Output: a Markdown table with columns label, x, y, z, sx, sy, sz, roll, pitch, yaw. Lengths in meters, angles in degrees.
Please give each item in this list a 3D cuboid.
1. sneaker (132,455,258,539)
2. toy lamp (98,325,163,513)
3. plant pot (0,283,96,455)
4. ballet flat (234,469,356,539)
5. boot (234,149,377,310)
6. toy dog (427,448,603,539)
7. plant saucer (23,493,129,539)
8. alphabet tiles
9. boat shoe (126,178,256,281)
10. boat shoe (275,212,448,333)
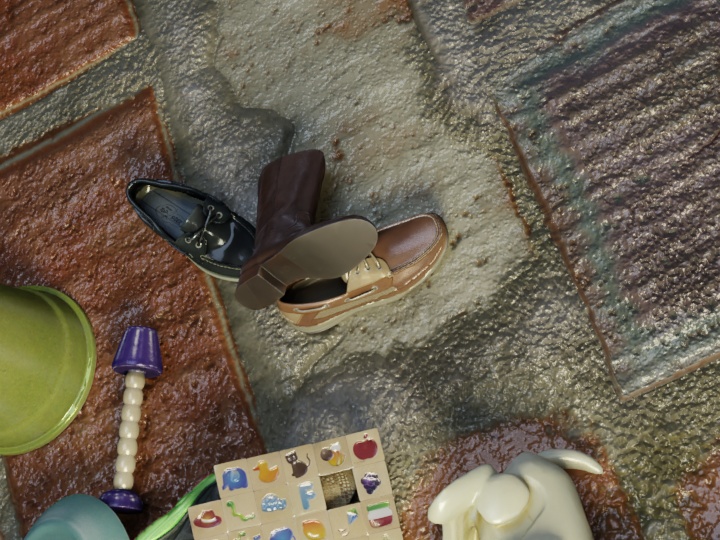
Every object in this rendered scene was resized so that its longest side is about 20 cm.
| label | x | y | z | sx | sy | sz | roll | pitch | yaw |
| --- | --- | --- | --- | --- | --- | --- | --- | --- | --- |
| sneaker | -0.154 | 0.264 | 1.631 | 0.200 | 0.077 | 0.084 | -41 | 83 | 5 |
| toy lamp | -0.246 | 0.160 | 1.709 | 0.058 | 0.058 | 0.200 | -3 | 73 | 22 |
| plant pot | -0.423 | 0.085 | 1.736 | 0.200 | 0.184 | 0.201 | -8 | 69 | 21 |
| ballet flat | -0.083 | 0.256 | 1.579 | 0.200 | 0.065 | 0.070 | -48 | 43 | -11 |
| boot | -0.049 | -0.070 | 1.654 | 0.186 | 0.064 | 0.200 | -25 | 34 | 30 |
| toy dog | 0.183 | 0.274 | 1.455 | 0.194 | 0.140 | 0.200 | -28 | 54 | -30 |
| plant saucer | -0.307 | 0.332 | 1.639 | 0.200 | 0.036 | 0.200 | -9 | 77 | 42 |
| alphabet tiles | -0.062 | 0.258 | 1.550 | 0.200 | 0.008 | 0.167 | -13 | 86 | -4 |
| boat shoe | -0.182 | -0.052 | 1.750 | 0.199 | 0.066 | 0.075 | 35 | 87 | 29 |
| boat shoe | 0.000 | 0.000 | 1.650 | 0.200 | 0.072 | 0.076 | -32 | 62 | 9 |
